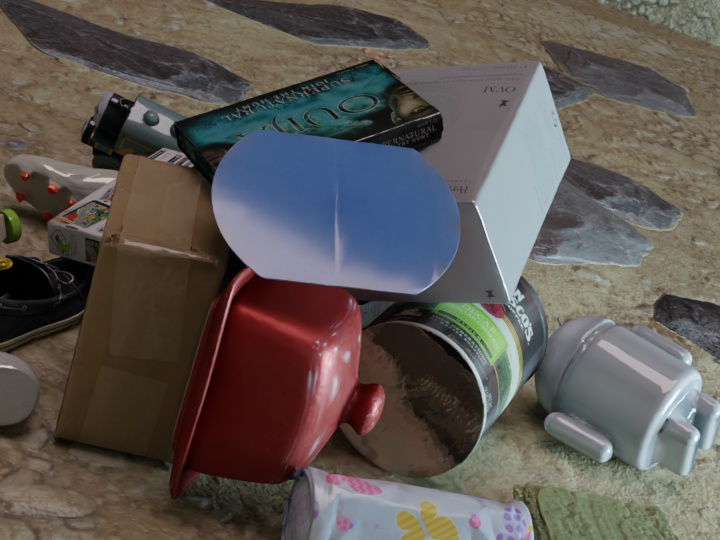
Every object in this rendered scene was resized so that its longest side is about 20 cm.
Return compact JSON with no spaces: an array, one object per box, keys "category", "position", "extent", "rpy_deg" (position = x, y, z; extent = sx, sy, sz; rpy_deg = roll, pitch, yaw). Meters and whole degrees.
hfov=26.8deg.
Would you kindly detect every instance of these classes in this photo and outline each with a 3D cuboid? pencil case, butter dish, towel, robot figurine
[{"category":"pencil case","position":[0.036,0.210,1.188],"extent":[0.199,0.084,0.091],"rpy_deg":[10,-18,-14]},{"category":"butter dish","position":[-0.052,0.089,1.220],"extent":[0.147,0.201,0.199],"rpy_deg":[21,19,7]},{"category":"towel","position":[0.216,0.252,1.277],"extent":[0.148,0.037,0.200],"rpy_deg":[11,25,-17]},{"category":"robot figurine","position":[0.254,0.119,1.484],"extent":[0.200,0.113,0.169],"rpy_deg":[32,52,27]}]

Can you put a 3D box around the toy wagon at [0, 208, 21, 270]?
[{"category":"toy wagon","position":[-0.385,-0.028,1.368],"extent":[0.199,0.040,0.155],"rpy_deg":[9,21,43]}]

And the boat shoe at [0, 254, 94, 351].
[{"category":"boat shoe","position":[-0.299,0.018,1.381],"extent":[0.074,0.062,0.200],"rpy_deg":[24,24,16]}]

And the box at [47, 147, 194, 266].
[{"category":"box","position":[-0.202,-0.059,1.473],"extent":[0.110,0.035,0.200],"rpy_deg":[16,31,22]}]

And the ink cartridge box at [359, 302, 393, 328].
[{"category":"ink cartridge box","position":[-0.059,0.011,1.602],"extent":[0.199,0.050,0.161],"rpy_deg":[-14,36,-20]}]

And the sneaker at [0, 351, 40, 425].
[{"category":"sneaker","position":[-0.363,0.077,1.224],"extent":[0.199,0.076,0.088],"rpy_deg":[16,11,-19]}]

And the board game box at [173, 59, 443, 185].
[{"category":"board game box","position":[-0.046,-0.122,1.309],"extent":[0.199,0.028,0.135],"rpy_deg":[-21,35,-18]}]

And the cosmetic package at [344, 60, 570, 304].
[{"category":"cosmetic package","position":[0.059,-0.080,1.364],"extent":[0.199,0.123,0.200],"rpy_deg":[0,44,28]}]

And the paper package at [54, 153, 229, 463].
[{"category":"paper package","position":[-0.179,0.028,1.274],"extent":[0.103,0.201,0.191],"rpy_deg":[13,26,-9]}]

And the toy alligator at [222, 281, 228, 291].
[{"category":"toy alligator","position":[-0.145,0.018,1.486],"extent":[0.054,0.060,0.200],"rpy_deg":[9,26,-20]}]

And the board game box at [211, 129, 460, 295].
[{"category":"board game box","position":[-0.021,-0.036,1.198],"extent":[0.199,0.039,0.158],"rpy_deg":[6,49,-9]}]

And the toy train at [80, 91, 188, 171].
[{"category":"toy train","position":[-0.202,-0.125,1.621],"extent":[0.199,0.114,0.085],"rpy_deg":[26,58,-8]}]

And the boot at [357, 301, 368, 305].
[{"category":"boot","position":[0.000,0.001,1.455],"extent":[0.200,0.165,0.066],"rpy_deg":[-29,81,-39]}]

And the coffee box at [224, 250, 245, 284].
[{"category":"coffee box","position":[-0.087,-0.053,1.509],"extent":[0.044,0.123,0.200],"rpy_deg":[57,4,-10]}]

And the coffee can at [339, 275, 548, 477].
[{"category":"coffee can","position":[0.077,0.085,1.397],"extent":[0.146,0.147,0.200],"rpy_deg":[25,26,14]}]

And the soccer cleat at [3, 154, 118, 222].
[{"category":"soccer cleat","position":[-0.273,-0.079,1.580],"extent":[0.199,0.069,0.078],"rpy_deg":[22,51,-6]}]
